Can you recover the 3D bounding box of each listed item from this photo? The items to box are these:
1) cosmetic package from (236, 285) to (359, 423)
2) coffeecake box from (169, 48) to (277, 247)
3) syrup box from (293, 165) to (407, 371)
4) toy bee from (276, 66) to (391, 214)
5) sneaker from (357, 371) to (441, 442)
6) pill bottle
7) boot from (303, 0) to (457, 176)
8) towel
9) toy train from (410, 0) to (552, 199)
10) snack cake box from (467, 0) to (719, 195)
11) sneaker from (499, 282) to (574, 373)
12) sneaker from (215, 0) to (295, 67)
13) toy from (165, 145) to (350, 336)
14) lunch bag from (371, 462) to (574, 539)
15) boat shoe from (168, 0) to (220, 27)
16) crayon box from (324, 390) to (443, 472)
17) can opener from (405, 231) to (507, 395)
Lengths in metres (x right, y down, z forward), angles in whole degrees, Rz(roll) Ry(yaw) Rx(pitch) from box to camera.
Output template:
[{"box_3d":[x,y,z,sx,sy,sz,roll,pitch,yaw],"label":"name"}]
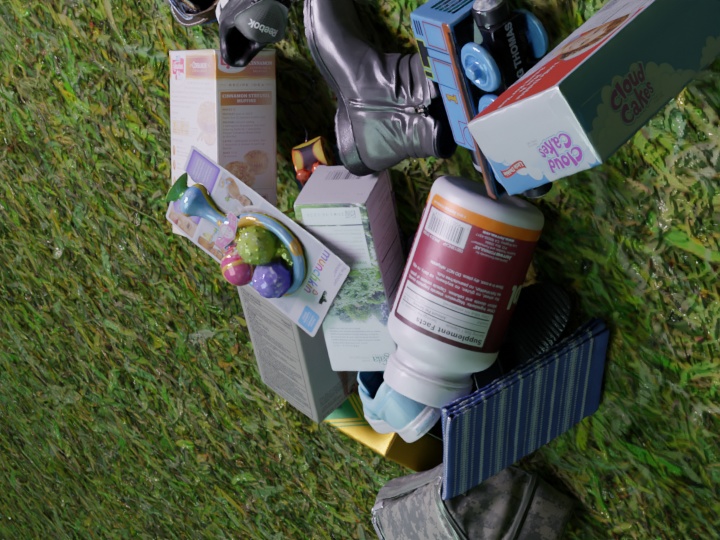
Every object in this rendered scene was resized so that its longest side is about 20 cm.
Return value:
[{"box_3d":[-0.064,0.061,1.682,0.103,0.087,0.201,35,152,30],"label":"cosmetic package"},{"box_3d":[-0.148,-0.134,1.626,0.153,0.072,0.203,-163,71,-64],"label":"coffeecake box"},{"box_3d":[0.000,0.000,1.534,0.078,0.082,0.202,0,122,21],"label":"syrup box"},{"box_3d":[-0.046,-0.094,1.593,0.131,0.109,0.200,-42,106,17],"label":"toy bee"},{"box_3d":[0.030,0.125,1.623,0.082,0.074,0.200,49,168,-9],"label":"sneaker"},{"box_3d":[0.092,0.022,1.441,0.112,0.112,0.202,27,105,34],"label":"pill bottle"},{"box_3d":[0.026,-0.195,1.438,0.131,0.069,0.203,-13,97,44],"label":"boot"},{"box_3d":[0.160,0.135,1.494,0.024,0.198,0.146,47,155,36],"label":"towel"},{"box_3d":[0.119,-0.157,1.348,0.114,0.086,0.202,29,147,49],"label":"toy train"},{"box_3d":[0.187,-0.147,1.141,0.068,0.200,0.115,56,150,-12],"label":"snack cake box"},{"box_3d":[0.165,0.081,1.564,0.074,0.088,0.201,53,128,22],"label":"sneaker"},{"box_3d":[-0.086,-0.266,1.467,0.066,0.091,0.200,18,142,-21],"label":"sneaker"},{"box_3d":[-0.115,-0.020,1.506,0.199,0.047,0.116,40,138,10],"label":"toy"},{"box_3d":[0.118,0.287,1.738,0.167,0.140,0.200,36,152,-10],"label":"lunch bag"},{"box_3d":[-0.166,-0.301,1.583,0.073,0.072,0.200,52,150,-2],"label":"boat shoe"},{"box_3d":[0.021,0.187,1.827,0.199,0.052,0.125,25,176,37],"label":"crayon box"},{"box_3d":[0.086,0.057,1.537,0.063,0.078,0.202,126,123,-84],"label":"can opener"}]
